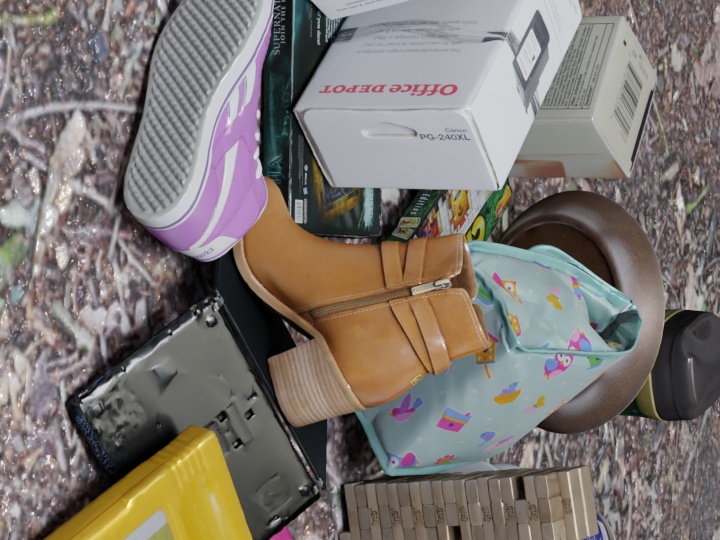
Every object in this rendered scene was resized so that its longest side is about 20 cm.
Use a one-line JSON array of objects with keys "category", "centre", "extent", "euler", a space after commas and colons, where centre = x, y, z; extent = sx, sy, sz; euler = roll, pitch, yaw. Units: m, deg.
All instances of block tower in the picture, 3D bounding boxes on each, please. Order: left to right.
[{"category": "block tower", "centre": [0.078, 0.181, 1.803], "extent": [0.054, 0.199, 0.058], "euler": [-7, 89, -58]}]

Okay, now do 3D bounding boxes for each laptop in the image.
[{"category": "laptop", "centre": [-0.106, 0.094, 1.646], "extent": [0.200, 0.103, 0.178], "euler": [-38, 116, -22]}]

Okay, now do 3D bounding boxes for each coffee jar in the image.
[{"category": "coffee jar", "centre": [0.212, 0.077, 2.018], "extent": [0.104, 0.199, 0.086], "euler": [-30, 117, -55]}]

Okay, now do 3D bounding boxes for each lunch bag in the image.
[{"category": "lunch bag", "centre": [0.107, 0.069, 1.836], "extent": [0.200, 0.170, 0.122], "euler": [3, 49, -50]}]

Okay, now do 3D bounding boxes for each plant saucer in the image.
[{"category": "plant saucer", "centre": [0.162, 0.033, 1.946], "extent": [0.032, 0.200, 0.201], "euler": [6, 86, -45]}]

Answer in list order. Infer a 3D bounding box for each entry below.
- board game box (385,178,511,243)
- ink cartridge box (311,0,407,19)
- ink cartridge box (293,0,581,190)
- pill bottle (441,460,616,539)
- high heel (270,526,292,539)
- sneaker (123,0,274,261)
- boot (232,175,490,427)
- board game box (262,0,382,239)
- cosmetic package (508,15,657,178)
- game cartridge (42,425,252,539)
[{"category": "board game box", "centre": [0.073, -0.040, 1.940], "extent": [0.200, 0.023, 0.105], "euler": [-57, 149, -42]}, {"category": "ink cartridge box", "centre": [-0.033, -0.295, 1.678], "extent": [0.200, 0.084, 0.145], "euler": [42, 45, -48]}, {"category": "ink cartridge box", "centre": [0.060, -0.153, 1.751], "extent": [0.200, 0.145, 0.084], "euler": [-63, 142, -38]}, {"category": "pill bottle", "centre": [0.126, 0.224, 1.964], "extent": [0.200, 0.115, 0.116], "euler": [33, 64, -56]}, {"category": "high heel", "centre": [-0.036, 0.245, 1.708], "extent": [0.067, 0.096, 0.201], "euler": [-30, 115, -55]}, {"category": "sneaker", "centre": [-0.095, -0.104, 1.629], "extent": [0.114, 0.072, 0.201], "euler": [41, 66, -55]}, {"category": "boot", "centre": [0.000, 0.000, 1.655], "extent": [0.074, 0.154, 0.201], "euler": [40, 29, -66]}, {"category": "board game box", "centre": [-0.027, -0.125, 1.776], "extent": [0.135, 0.028, 0.201], "euler": [3, 88, -60]}, {"category": "cosmetic package", "centre": [0.118, -0.134, 1.854], "extent": [0.087, 0.199, 0.104], "euler": [51, 51, -49]}, {"category": "game cartridge", "centre": [-0.145, 0.226, 1.542], "extent": [0.200, 0.032, 0.177], "euler": [-37, 124, -32]}]
